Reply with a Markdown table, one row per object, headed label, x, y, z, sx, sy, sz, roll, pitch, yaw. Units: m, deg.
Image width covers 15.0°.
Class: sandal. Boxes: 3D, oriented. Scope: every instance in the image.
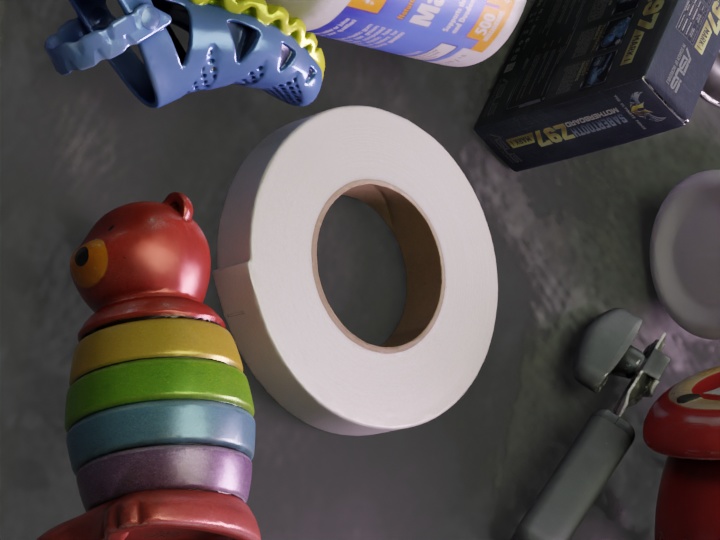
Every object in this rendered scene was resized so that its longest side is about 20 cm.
| label | x | y | z | sx | sy | sz | roll | pitch | yaw |
| --- | --- | --- | --- | --- | --- | --- | --- | --- | --- |
| sandal | -0.110 | -0.132 | 1.586 | 0.199 | 0.079 | 0.088 | 22 | 77 | -29 |

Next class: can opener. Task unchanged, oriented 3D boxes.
| label | x | y | z | sx | sy | sz | roll | pitch | yaw |
| --- | --- | --- | --- | --- | --- | --- | --- | --- | --- |
| can opener | 0.140 | 0.106 | 1.769 | 0.067 | 0.053 | 0.200 | 33 | 55 | 7 |

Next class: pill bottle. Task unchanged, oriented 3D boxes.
| label | x | y | z | sx | sy | sz | roll | pitch | yaw |
| --- | --- | --- | --- | --- | --- | --- | --- | --- | --- |
| pill bottle | -0.002 | -0.194 | 1.662 | 0.199 | 0.112 | 0.113 | 9 | 75 | -39 |
| pill bottle | 0.304 | -0.012 | 1.882 | 0.199 | 0.114 | 0.115 | -1 | 81 | -41 |

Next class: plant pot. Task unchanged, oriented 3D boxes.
| label | x | y | z | sx | sy | sz | roll | pitch | yaw |
| --- | --- | --- | --- | --- | --- | --- | --- | --- | --- |
| plant pot | 0.283 | 0.153 | 1.755 | 0.200 | 0.200 | 0.184 | -18 | 102 | -41 |

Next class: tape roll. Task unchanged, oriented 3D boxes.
| label | x | y | z | sx | sy | sz | roll | pitch | yaw |
| --- | --- | --- | --- | --- | --- | --- | --- | --- | --- |
| tape roll | 0.000 | 0.000 | 1.670 | 0.202 | 0.037 | 0.204 | 10 | 74 | -40 |

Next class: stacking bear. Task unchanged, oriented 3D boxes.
| label | x | y | z | sx | sy | sz | roll | pitch | yaw |
| --- | --- | --- | --- | --- | --- | --- | --- | --- | --- |
| stacking bear | -0.116 | 0.058 | 1.516 | 0.113 | 0.121 | 0.201 | 8 | 68 | -37 |

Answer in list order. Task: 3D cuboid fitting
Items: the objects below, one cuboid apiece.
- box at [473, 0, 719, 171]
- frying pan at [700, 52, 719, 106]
| label | x | y | z | sx | sy | sz | roll | pitch | yaw |
| --- | --- | --- | --- | --- | --- | --- | --- | --- | --- |
| box | 0.174 | -0.166 | 1.776 | 0.051 | 0.157 | 0.201 | 42 | 56 | -26 |
| frying pan | 0.292 | -0.178 | 1.968 | 0.189 | 0.031 | 0.116 | -10 | 88 | -39 |
